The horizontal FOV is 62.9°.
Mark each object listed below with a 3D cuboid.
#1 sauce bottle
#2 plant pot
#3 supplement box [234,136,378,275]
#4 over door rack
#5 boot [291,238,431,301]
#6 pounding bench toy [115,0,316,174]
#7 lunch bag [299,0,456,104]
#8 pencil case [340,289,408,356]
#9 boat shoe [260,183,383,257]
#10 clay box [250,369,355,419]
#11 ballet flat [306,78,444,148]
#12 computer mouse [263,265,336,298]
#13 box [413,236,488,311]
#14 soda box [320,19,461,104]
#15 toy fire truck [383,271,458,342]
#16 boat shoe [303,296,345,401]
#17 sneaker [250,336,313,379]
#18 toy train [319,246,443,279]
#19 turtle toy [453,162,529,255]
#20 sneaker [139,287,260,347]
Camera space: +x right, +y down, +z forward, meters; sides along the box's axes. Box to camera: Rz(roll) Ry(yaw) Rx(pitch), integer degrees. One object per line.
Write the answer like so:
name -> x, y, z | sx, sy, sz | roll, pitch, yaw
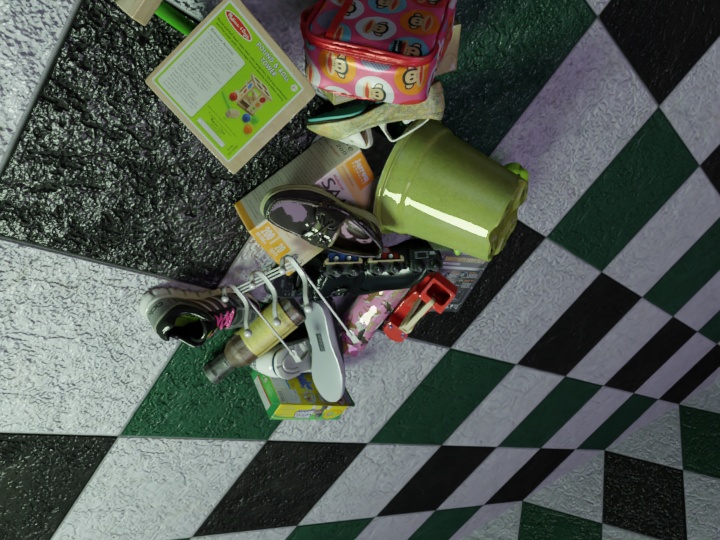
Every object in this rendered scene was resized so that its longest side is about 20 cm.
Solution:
sauce bottle -> -0.189, 0.122, 1.034 | 0.199, 0.065, 0.065 | -38, 141, 0
plant pot -> 0.148, -0.112, 0.907 | 0.201, 0.182, 0.202 | -49, 156, -30
supplement box -> -0.072, -0.102, 0.894 | 0.199, 0.074, 0.126 | -37, 141, 0
over door rack -> -0.106, 0.076, 0.928 | 0.146, 0.067, 0.200 | -21, 127, 33
boot -> 0.000, 0.000, 0.968 | 0.198, 0.078, 0.166 | -20, 166, 42
pounding bench toy -> -0.162, -0.236, 0.653 | 0.124, 0.156, 0.200 | -41, 110, 7
lunch bag -> 0.015, -0.282, 0.684 | 0.173, 0.202, 0.083 | 13, 142, 9
pencil case -> 0.018, 0.072, 1.124 | 0.086, 0.083, 0.201 | 4, 126, -54
boat shoe -> -0.045, -0.066, 0.833 | 0.197, 0.065, 0.074 | 11, 123, -33
clay box -> -0.110, 0.237, 1.166 | 0.198, 0.115, 0.048 | 16, 120, -44
ballet flat -> 0.021, -0.204, 0.807 | 0.197, 0.072, 0.071 | -13, 145, 18
computer mouse -> -0.089, 0.018, 1.039 | 0.198, 0.034, 0.060 | 3, 102, -44
box -> 0.157, 0.009, 1.195 | 0.197, 0.049, 0.160 | 2, 126, -38
soda box -> 0.037, -0.293, 0.798 | 0.197, 0.064, 0.068 | -21, 138, -18
toy fire truck -> 0.101, 0.068, 1.058 | 0.201, 0.048, 0.141 | -53, -177, 29
boat shoe -> -0.056, 0.142, 1.093 | 0.056, 0.068, 0.204 | -30, 115, -56
sneaker -> -0.122, 0.163, 1.127 | 0.079, 0.078, 0.199 | -7, 173, 32
toy train -> 0.033, -0.015, 0.912 | 0.196, 0.047, 0.034 | -3, 173, -13
turtle toy -> 0.232, -0.111, 1.088 | 0.144, 0.101, 0.202 | 15, 111, -44
sneaker -> -0.243, 0.079, 0.932 | 0.197, 0.088, 0.074 | 6, 125, -40
